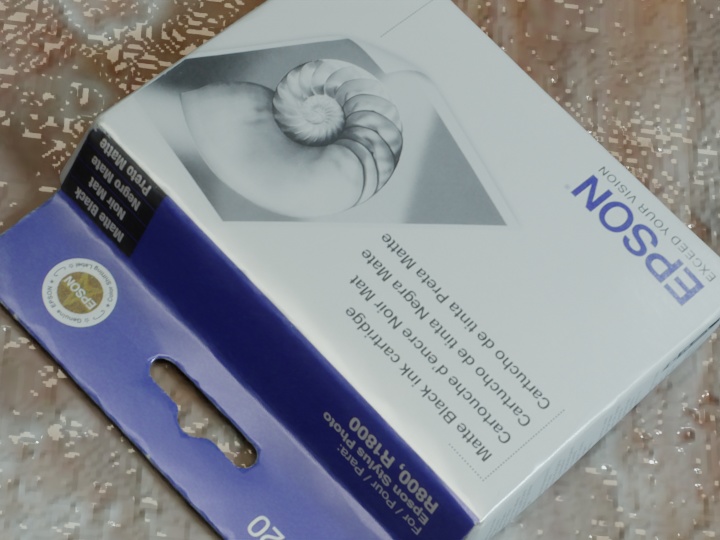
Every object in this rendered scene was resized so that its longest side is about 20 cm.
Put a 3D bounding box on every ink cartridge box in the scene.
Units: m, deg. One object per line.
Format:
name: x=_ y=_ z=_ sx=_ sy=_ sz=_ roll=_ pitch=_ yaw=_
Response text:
ink cartridge box: x=0.000 y=0.000 z=0.912 sx=0.200 sy=0.041 sz=0.200 roll=44 pitch=62 yaw=13
